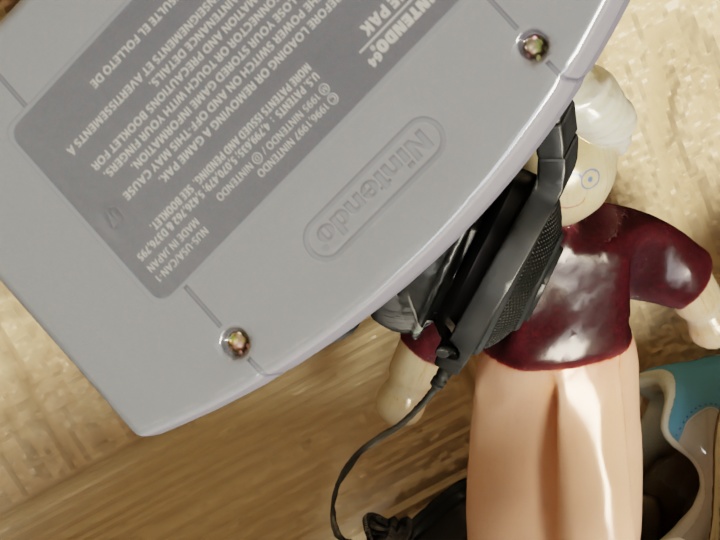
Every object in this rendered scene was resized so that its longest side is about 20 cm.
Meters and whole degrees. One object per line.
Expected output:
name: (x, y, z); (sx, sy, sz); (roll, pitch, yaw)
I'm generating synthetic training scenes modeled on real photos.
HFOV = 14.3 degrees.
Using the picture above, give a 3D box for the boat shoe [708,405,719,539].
boat shoe: (0.149, 0.091, 0.940); (0.073, 0.065, 0.201); (5, 109, -24)

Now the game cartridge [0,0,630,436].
game cartridge: (-0.021, -0.055, 0.795); (0.200, 0.133, 0.040); (-44, 168, 16)

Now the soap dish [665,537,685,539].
soap dish: (0.007, 0.150, 0.860); (0.157, 0.082, 0.200); (-13, 171, -43)

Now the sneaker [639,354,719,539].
sneaker: (0.111, 0.116, 1.026); (0.080, 0.077, 0.201); (5, 116, -19)

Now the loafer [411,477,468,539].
loafer: (0.026, 0.162, 1.017); (0.072, 0.072, 0.201); (6, 122, -26)

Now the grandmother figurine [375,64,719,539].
grandmother figurine: (0.065, 0.022, 0.915); (0.121, 0.061, 0.201); (-17, 119, -23)

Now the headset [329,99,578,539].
headset: (0.000, 0.000, 0.836); (0.123, 0.094, 0.201); (1, 111, 13)
